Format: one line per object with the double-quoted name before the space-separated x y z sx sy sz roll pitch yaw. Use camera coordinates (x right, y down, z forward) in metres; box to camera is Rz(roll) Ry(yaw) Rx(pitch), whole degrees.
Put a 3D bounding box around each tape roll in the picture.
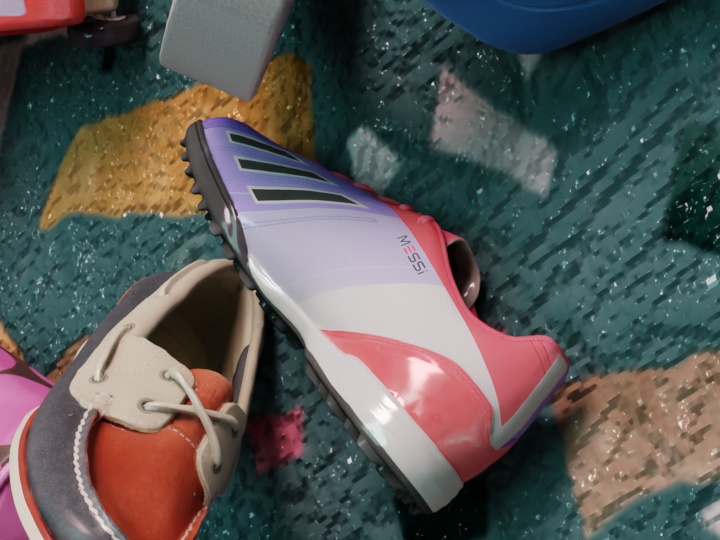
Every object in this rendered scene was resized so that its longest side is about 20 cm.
"tape roll" -0.016 -0.158 0.746 0.203 0.037 0.204 -158 90 -87

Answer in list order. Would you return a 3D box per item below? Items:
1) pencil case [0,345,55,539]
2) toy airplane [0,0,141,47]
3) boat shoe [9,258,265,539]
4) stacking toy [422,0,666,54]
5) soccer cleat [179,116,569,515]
"pencil case" -0.178 0.068 0.897 0.200 0.090 0.094 31 101 45
"toy airplane" -0.200 -0.130 0.924 0.201 0.140 0.199 58 139 19
"boat shoe" -0.070 0.052 0.757 0.062 0.071 0.200 -35 15 15
"stacking toy" 0.063 -0.186 0.736 0.109 0.116 0.202 -25 50 34
"soccer cleat" 0.000 0.000 0.771 0.073 0.068 0.200 -36 46 -1
